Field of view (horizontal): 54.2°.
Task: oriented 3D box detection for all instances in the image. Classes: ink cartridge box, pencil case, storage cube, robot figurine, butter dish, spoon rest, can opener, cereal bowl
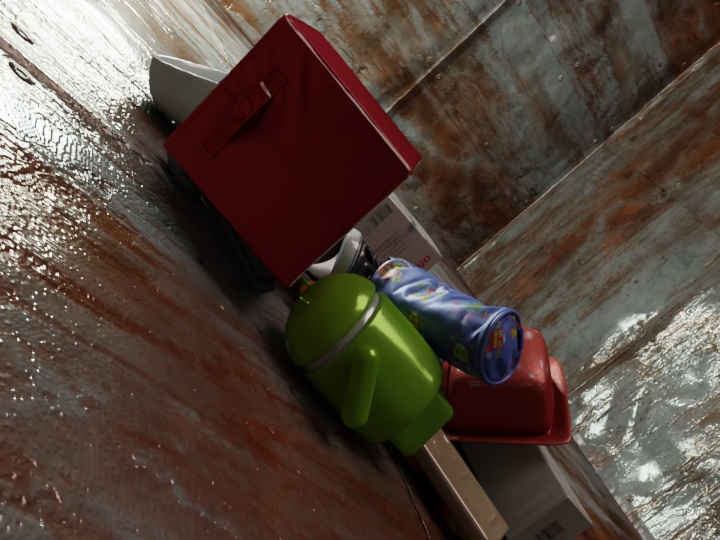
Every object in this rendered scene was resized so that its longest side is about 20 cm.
[{"bbox_3d":[0.026,-0.067,1.285,0.200,0.147,0.145,47,10,-18],"label":"ink cartridge box"},{"bbox_3d":[0.089,0.050,0.766,0.198,0.086,0.080,26,-50,47],"label":"pencil case"},{"bbox_3d":[-0.058,-0.119,0.715,0.180,0.170,0.200,48,14,-5],"label":"storage cube"},{"bbox_3d":[0.005,0.088,0.709,0.201,0.115,0.176,48,4,-12],"label":"robot figurine"},{"bbox_3d":[0.201,0.139,1.015,0.201,0.194,0.151,-71,157,-58],"label":"butter dish"},{"bbox_3d":[-0.065,-0.022,1.018,0.100,0.060,0.201,60,0,38],"label":"spoon rest"},{"bbox_3d":[-0.150,-0.062,0.773,0.202,0.065,0.053,55,-32,20],"label":"can opener"},{"bbox_3d":[-0.186,-0.214,0.929,0.195,0.085,0.201,17,17,-5],"label":"cereal bowl"}]

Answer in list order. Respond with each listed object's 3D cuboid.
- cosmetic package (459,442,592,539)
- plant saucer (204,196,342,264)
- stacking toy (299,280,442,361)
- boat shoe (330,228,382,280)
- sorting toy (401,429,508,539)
[{"bbox_3d":[0.230,0.297,1.013,0.085,0.107,0.201,46,12,-31],"label":"cosmetic package"},{"bbox_3d":[-0.101,-0.092,0.881,0.197,0.037,0.203,24,34,-17],"label":"plant saucer"},{"bbox_3d":[0.000,0.067,0.870,0.198,0.109,0.118,30,34,-32],"label":"stacking toy"},{"bbox_3d":[0.000,0.000,0.908,0.065,0.071,0.200,21,-13,1],"label":"boat shoe"},{"bbox_3d":[0.103,0.247,0.841,0.187,0.036,0.200,55,6,20],"label":"sorting toy"}]
